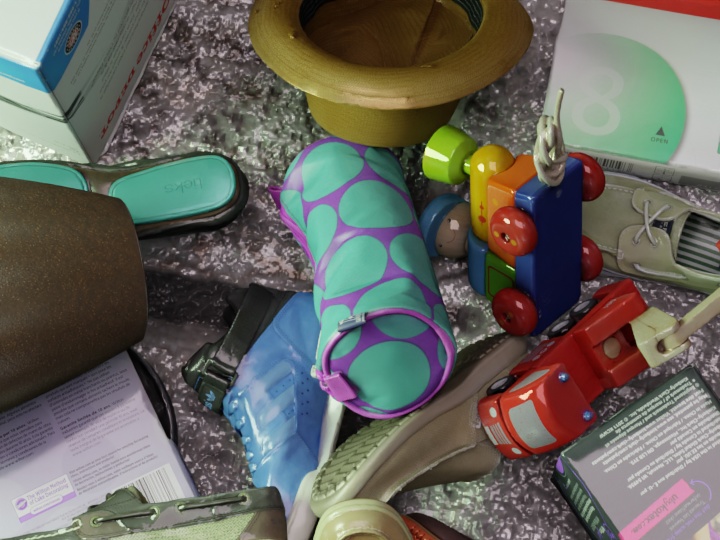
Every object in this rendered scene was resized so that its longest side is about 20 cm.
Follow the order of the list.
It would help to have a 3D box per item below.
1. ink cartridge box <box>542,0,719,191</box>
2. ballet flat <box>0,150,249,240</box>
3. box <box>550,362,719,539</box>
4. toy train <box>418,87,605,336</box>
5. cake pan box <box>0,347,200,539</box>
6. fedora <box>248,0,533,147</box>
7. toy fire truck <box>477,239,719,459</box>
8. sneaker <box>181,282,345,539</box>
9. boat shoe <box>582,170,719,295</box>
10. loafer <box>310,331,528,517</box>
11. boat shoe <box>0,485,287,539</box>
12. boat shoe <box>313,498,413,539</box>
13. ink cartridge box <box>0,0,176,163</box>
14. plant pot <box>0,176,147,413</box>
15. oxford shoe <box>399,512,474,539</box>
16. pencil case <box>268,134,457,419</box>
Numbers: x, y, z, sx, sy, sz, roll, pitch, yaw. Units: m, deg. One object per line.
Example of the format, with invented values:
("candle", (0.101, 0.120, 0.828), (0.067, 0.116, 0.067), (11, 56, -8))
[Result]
("ink cartridge box", (0.215, -0.160, 1.624), (0.160, 0.050, 0.201), (10, 78, 4))
("ballet flat", (-0.173, -0.038, 1.593), (0.199, 0.068, 0.068), (-2, 76, 1))
("box", (0.220, 0.177, 1.501), (0.106, 0.122, 0.200), (-32, 78, -6))
("toy train", (0.089, -0.062, 1.523), (0.116, 0.200, 0.085), (30, 53, 32))
("cake pan box", (-0.220, 0.118, 1.566), (0.200, 0.052, 0.185), (-27, 79, -5))
("fedora", (0.018, -0.140, 1.583), (0.200, 0.082, 0.201), (3, 37, -2))
("toy fire truck", (0.179, 0.041, 1.501), (0.200, 0.141, 0.049), (-40, 102, -34))
("sneaker", (-0.070, 0.104, 1.549), (0.111, 0.077, 0.200), (15, 73, -1))
("boat shoe", (0.206, -0.025, 1.582), (0.199, 0.062, 0.072), (16, 77, 7))
("loafer", (0.051, 0.110, 1.520), (0.200, 0.076, 0.068), (-37, 97, -34))
("boat shoe", (-0.141, 0.169, 1.494), (0.200, 0.072, 0.066), (-4, 67, 9))
("boat shoe", (0.008, 0.236, 1.471), (0.073, 0.063, 0.201), (-6, 114, 1))
("ink cartridge box", (-0.196, -0.174, 1.560), (0.086, 0.200, 0.147), (22, 77, 8))
("plant pot", (-0.240, 0.014, 1.490), (0.199, 0.187, 0.187), (-9, 76, -16))
("oxford shoe", (0.104, 0.215, 1.535), (0.200, 0.071, 0.073), (36, 49, 14))
("pencil case", (0.000, 0.000, 1.523), (0.092, 0.085, 0.200), (-18, 39, 4))
